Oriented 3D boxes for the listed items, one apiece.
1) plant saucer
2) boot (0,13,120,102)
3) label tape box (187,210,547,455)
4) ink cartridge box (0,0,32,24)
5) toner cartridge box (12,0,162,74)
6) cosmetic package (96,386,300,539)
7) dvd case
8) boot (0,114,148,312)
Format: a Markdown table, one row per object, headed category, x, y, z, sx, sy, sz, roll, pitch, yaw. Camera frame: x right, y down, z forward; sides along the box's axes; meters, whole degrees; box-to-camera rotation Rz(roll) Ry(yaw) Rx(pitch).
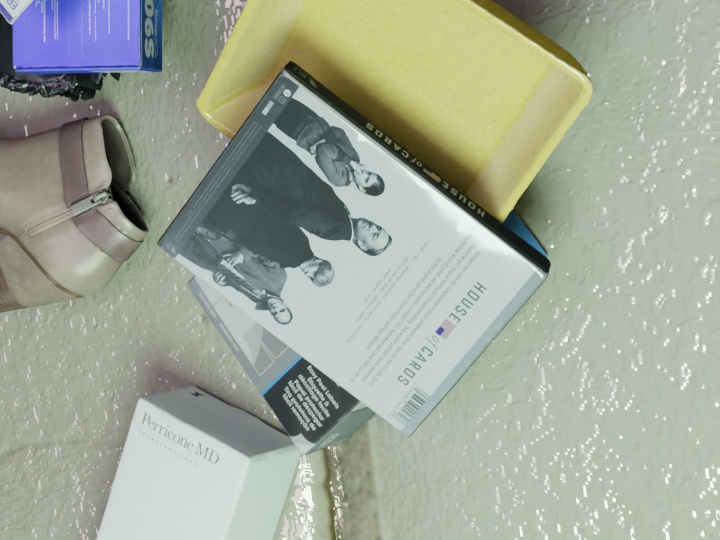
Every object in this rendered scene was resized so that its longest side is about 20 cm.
| category | x | y | z | sx | sy | sz | roll | pitch | yaw |
| --- | --- | --- | --- | --- | --- | --- | --- | --- | --- |
| plant saucer | 0.022 | -0.114 | 1.251 | 0.199 | 0.049 | 0.200 | 33 | 138 | 0 |
| boot | -0.245 | -0.212 | 1.479 | 0.197 | 0.073 | 0.164 | 16 | 98 | 22 |
| label tape box | 0.000 | 0.000 | 1.357 | 0.200 | 0.063 | 0.145 | -44 | 73 | 27 |
| ink cartridge box | -0.182 | -0.261 | 1.349 | 0.200 | 0.039 | 0.100 | -45 | 73 | 17 |
| toner cartridge box | -0.182 | -0.233 | 1.400 | 0.094 | 0.043 | 0.202 | 1 | 92 | 15 |
| cosmetic package | -0.123 | 0.193 | 1.444 | 0.101 | 0.071 | 0.202 | 25 | 106 | 27 |
| dvd case | -0.006 | -0.010 | 1.277 | 0.199 | 0.025 | 0.151 | 37 | 118 | -4 |
| boot | -0.233 | -0.070 | 1.496 | 0.146 | 0.070 | 0.201 | -30 | 80 | 23 |
